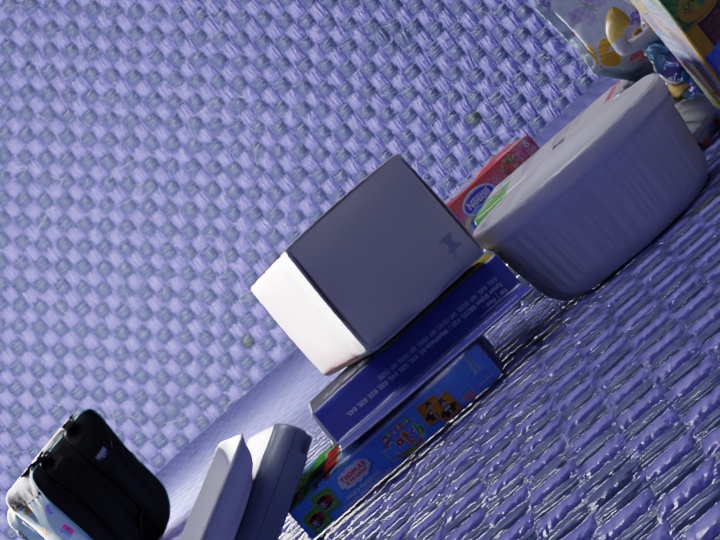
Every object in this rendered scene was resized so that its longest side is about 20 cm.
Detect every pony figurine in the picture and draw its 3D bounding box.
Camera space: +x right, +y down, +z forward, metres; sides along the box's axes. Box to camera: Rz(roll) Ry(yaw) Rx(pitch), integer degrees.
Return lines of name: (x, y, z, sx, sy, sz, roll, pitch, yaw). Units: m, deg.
pony figurine: (0.297, -0.236, 1.506, 0.193, 0.167, 0.200, -32, -37, 19)

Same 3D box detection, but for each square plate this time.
square plate: (-0.129, 0.232, 1.387, 0.198, 0.028, 0.201, 140, 150, -78)

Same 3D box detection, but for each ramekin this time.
ramekin: (0.195, -0.061, 1.429, 0.202, 0.094, 0.202, -41, 3, 3)

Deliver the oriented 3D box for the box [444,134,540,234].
box: (0.147, -0.059, 2.065, 0.200, 0.096, 0.100, -42, 4, -10)

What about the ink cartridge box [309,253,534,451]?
ink cartridge box: (0.042, 0.063, 1.420, 0.197, 0.047, 0.200, -40, -1, -4)

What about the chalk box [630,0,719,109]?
chalk box: (0.286, -0.226, 1.356, 0.124, 0.200, 0.124, -42, 21, 5)

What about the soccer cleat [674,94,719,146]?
soccer cleat: (0.253, -0.112, 1.578, 0.200, 0.078, 0.069, -43, 3, -22)

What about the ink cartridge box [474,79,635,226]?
ink cartridge box: (0.223, -0.100, 1.758, 0.200, 0.084, 0.146, -41, 3, 21)

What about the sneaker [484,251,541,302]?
sneaker: (0.146, -0.014, 1.612, 0.071, 0.073, 0.200, -46, 3, -13)

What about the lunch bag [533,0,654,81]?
lunch bag: (0.288, -0.278, 1.704, 0.170, 0.127, 0.200, -49, -25, 25)

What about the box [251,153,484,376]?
box: (0.000, 0.000, 1.442, 0.128, 0.109, 0.200, -41, 0, -15)

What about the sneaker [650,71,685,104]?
sneaker: (0.366, -0.215, 1.681, 0.200, 0.067, 0.090, -34, 1, -38)

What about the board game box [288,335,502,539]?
board game box: (0.029, 0.128, 1.426, 0.200, 0.037, 0.151, -41, 2, 5)

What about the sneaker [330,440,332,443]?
sneaker: (0.008, 0.098, 1.631, 0.077, 0.089, 0.200, -40, 4, 34)

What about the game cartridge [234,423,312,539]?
game cartridge: (-0.088, 0.198, 1.434, 0.134, 0.041, 0.200, -66, 6, -13)

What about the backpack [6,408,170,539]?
backpack: (-0.365, 0.320, 2.361, 0.153, 0.200, 0.176, -48, 5, 39)
